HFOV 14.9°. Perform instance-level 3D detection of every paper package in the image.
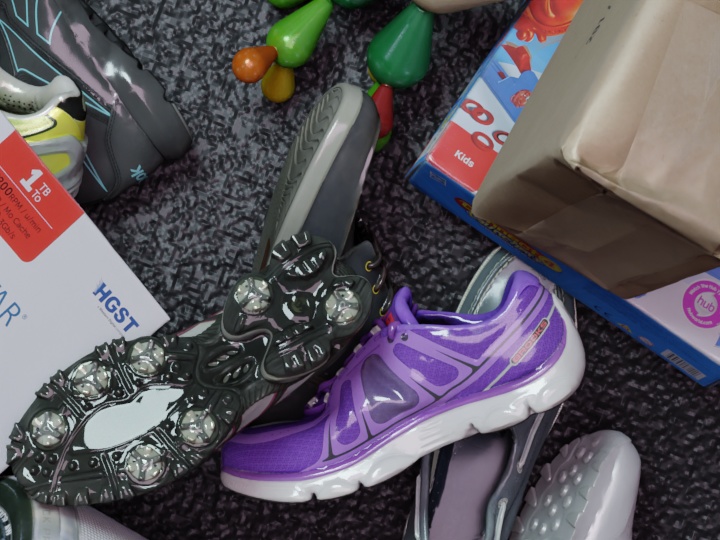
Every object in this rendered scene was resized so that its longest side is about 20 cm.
[{"bbox_3d":[0.157,-0.099,1.341,0.103,0.191,0.201,30,78,-7],"label":"paper package"}]

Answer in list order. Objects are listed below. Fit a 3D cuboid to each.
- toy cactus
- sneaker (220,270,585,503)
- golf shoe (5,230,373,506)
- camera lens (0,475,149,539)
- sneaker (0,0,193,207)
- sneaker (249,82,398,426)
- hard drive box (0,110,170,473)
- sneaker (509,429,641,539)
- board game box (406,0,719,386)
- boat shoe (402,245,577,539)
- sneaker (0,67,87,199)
[{"bbox_3d":[0.008,-0.159,1.450,0.164,0.102,0.201,1,100,35],"label":"toy cactus"},{"bbox_3d":[0.015,0.057,1.423,0.199,0.081,0.084,-24,98,6],"label":"sneaker"},{"bbox_3d":[-0.081,0.063,1.370,0.199,0.088,0.077,-30,75,-12],"label":"golf shoe"},{"bbox_3d":[-0.142,0.209,1.395,0.200,0.160,0.160,34,87,-28],"label":"camera lens"},{"bbox_3d":[-0.176,-0.124,1.470,0.079,0.075,0.200,-38,91,-1],"label":"sneaker"},{"bbox_3d":[0.000,0.000,1.464,0.106,0.075,0.201,15,116,-9],"label":"sneaker"},{"bbox_3d":[-0.222,0.027,1.360,0.200,0.077,0.156,-44,121,-8],"label":"hard drive box"},{"bbox_3d":[0.116,0.185,1.488,0.080,0.076,0.201,20,93,-14],"label":"sneaker"},{"bbox_3d":[0.162,-0.076,1.472,0.200,0.056,0.196,34,77,-2],"label":"board game box"},{"bbox_3d":[0.072,0.077,1.484,0.073,0.062,0.201,18,87,0],"label":"boat shoe"},{"bbox_3d":[-0.234,-0.093,1.421,0.199,0.076,0.077,17,118,-10],"label":"sneaker"}]
